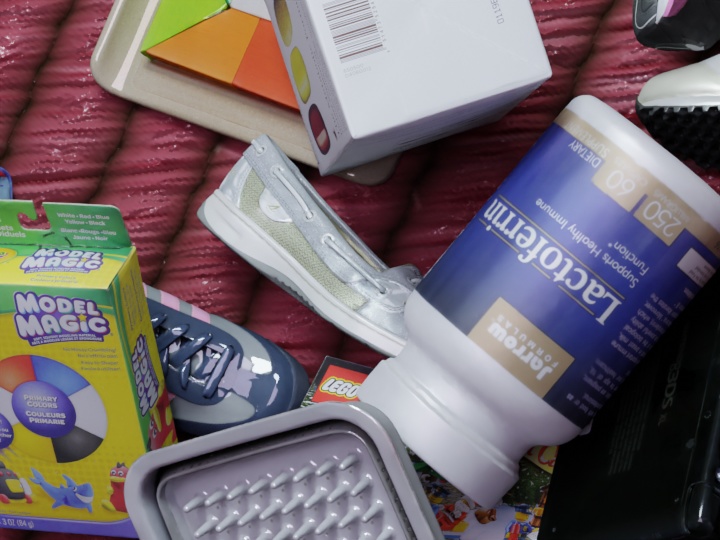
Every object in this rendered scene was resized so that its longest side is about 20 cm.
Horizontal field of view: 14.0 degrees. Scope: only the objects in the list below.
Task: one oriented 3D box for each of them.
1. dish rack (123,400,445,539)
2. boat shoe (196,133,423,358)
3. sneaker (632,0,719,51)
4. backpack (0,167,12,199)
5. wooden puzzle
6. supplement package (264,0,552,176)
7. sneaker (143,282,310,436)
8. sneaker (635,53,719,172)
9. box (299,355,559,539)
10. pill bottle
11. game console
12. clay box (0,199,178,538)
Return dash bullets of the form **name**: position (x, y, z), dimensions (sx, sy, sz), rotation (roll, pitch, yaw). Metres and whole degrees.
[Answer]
- **dish rack**: position (-0.018, 0.164, 1.518), dimensions (0.171, 0.044, 0.200), rotation (-17, 102, 33)
- **boat shoe**: position (0.000, 0.000, 1.634), dimensions (0.202, 0.074, 0.065), rotation (35, 93, 25)
- **sneaker**: position (0.169, -0.204, 1.621), dimensions (0.086, 0.080, 0.200), rotation (-3, 55, 29)
- **backpack**: position (-0.319, -0.003, 1.709), dimensions (0.200, 0.135, 0.183), rotation (-4, 77, 17)
- **wooden puzzle**: position (-0.042, -0.164, 1.704), dimensions (0.200, 0.037, 0.185), rotation (21, 85, 21)
- **supplement package**: position (0.021, -0.125, 1.564), dimensions (0.109, 0.200, 0.114), rotation (-18, 87, -6)
- **sneaker**: position (-0.126, 0.041, 1.662), dimensions (0.200, 0.082, 0.070), rotation (19, 82, 21)
- **sneaker**: position (0.249, -0.111, 1.586), dimensions (0.199, 0.070, 0.094), rotation (-5, 58, 21)
- **box**: position (0.045, 0.132, 1.578), dimensions (0.200, 0.038, 0.137), rotation (14, 58, 22)
- **pill bottle**: position (0.095, 0.018, 1.525), dimensions (0.116, 0.116, 0.200), rotation (40, 92, 22)
- **game console**: position (0.206, 0.082, 1.537), dimensions (0.176, 0.116, 0.200), rotation (-20, 42, 42)
- **clay box**: position (-0.170, 0.055, 1.627), dimensions (0.115, 0.200, 0.048), rotation (2, 35, 19)
